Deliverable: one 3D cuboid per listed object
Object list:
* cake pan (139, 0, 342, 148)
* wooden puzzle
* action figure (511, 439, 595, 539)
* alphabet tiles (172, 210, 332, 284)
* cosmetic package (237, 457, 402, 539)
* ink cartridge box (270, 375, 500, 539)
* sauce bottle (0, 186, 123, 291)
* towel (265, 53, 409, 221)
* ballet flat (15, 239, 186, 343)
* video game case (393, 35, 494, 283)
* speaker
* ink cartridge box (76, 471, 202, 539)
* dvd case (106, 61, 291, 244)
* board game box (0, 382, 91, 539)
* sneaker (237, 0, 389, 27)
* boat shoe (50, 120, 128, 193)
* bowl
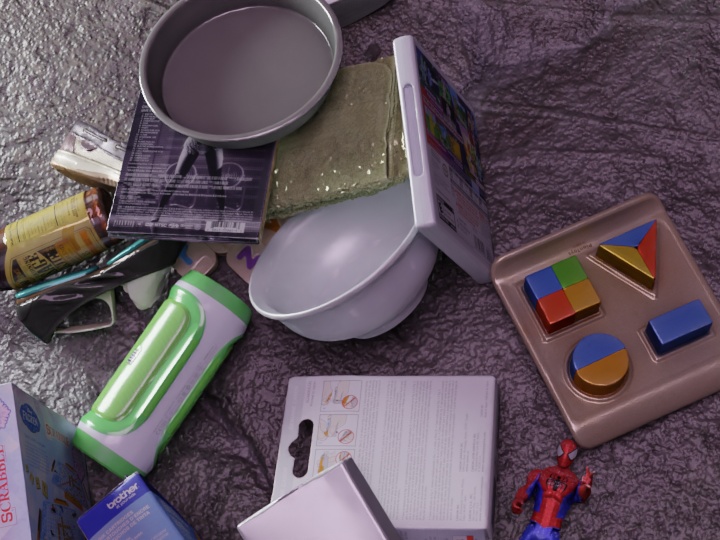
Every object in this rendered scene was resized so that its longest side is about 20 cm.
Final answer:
[{"bbox_3d":[-0.112,-0.197,1.577,0.199,0.037,0.201,-5,58,8],"label":"cake pan"},{"bbox_3d":[0.243,0.040,1.527,0.185,0.046,0.200,-23,72,-8],"label":"wooden puzzle"},{"bbox_3d":[0.160,0.241,1.465,0.065,0.099,0.201,15,73,12],"label":"action figure"},{"bbox_3d":[-0.129,-0.084,1.645,0.196,0.015,0.200,42,83,17],"label":"alphabet tiles"},{"bbox_3d":[-0.006,0.272,1.404,0.113,0.081,0.200,-30,81,4],"label":"cosmetic package"},{"bbox_3d":[0.026,0.176,1.506,0.199,0.050,0.163,-2,54,12],"label":"ink cartridge box"},{"bbox_3d":[-0.333,-0.017,1.627,0.199,0.066,0.066,-24,71,8],"label":"sauce bottle"},{"bbox_3d":[-0.036,-0.124,1.576,0.199,0.036,0.149,-13,60,29],"label":"towel"},{"bbox_3d":[-0.241,0.014,1.607,0.199,0.068,0.069,-25,98,11],"label":"ballet flat"},{"bbox_3d":[0.080,-0.098,1.524,0.023,0.200,0.183,-12,71,18],"label":"video game case"},{"bbox_3d":[-0.188,0.101,1.560,0.088,0.088,0.200,31,79,15],"label":"speaker"},{"bbox_3d":[-0.169,0.272,1.462,0.076,0.137,0.200,-39,55,-7],"label":"ink cartridge box"},{"bbox_3d":[-0.152,-0.115,1.569,0.148,0.016,0.201,3,61,10],"label":"dvd case"},{"bbox_3d":[-0.287,0.221,1.477,0.041,0.200,0.200,-12,71,4],"label":"board game box"},{"bbox_3d":[-0.070,-0.296,1.672,0.199,0.074,0.116,-19,74,3],"label":"sneaker"},{"bbox_3d":[-0.212,-0.104,1.616,0.199,0.072,0.065,14,83,24],"label":"boat shoe"},{"bbox_3d":[0.000,0.000,1.541,0.201,0.090,0.201,-28,30,18],"label":"bowl"}]
